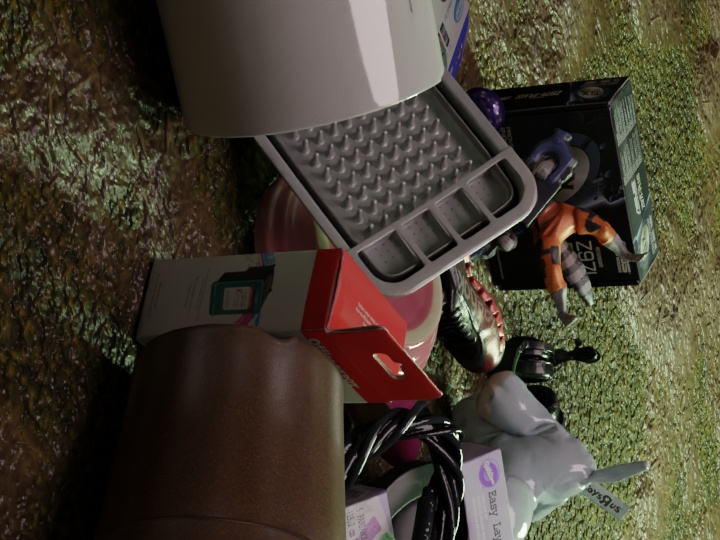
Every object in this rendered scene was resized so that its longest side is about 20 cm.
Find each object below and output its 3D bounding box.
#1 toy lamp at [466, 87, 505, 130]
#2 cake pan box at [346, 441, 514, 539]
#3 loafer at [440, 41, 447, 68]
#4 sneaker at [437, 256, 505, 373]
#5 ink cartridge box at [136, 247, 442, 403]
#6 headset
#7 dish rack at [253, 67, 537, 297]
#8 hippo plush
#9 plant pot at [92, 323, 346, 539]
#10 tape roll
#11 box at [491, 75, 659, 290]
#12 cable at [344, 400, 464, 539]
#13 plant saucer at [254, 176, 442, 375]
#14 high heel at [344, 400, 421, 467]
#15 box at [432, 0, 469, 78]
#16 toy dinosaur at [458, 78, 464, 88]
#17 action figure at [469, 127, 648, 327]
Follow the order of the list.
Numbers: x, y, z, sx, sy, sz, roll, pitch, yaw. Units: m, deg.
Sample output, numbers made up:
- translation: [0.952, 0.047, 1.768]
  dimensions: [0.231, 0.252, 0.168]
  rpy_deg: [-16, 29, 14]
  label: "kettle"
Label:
- translation: [0.085, -0.125, 1.707]
  dimensions: [0.200, 0.058, 0.059]
  rpy_deg: [-47, 129, -59]
  label: "toy lamp"
- translation: [0.054, 0.262, 1.525]
  dimensions: [0.183, 0.052, 0.202]
  rpy_deg: [-15, 101, -36]
  label: "cake pan box"
- translation: [0.031, -0.120, 1.598]
  dimensions: [0.072, 0.062, 0.202]
  rpy_deg: [46, 51, -53]
  label: "loafer"
- translation: [0.080, 0.031, 1.663]
  dimensions: [0.202, 0.070, 0.098]
  rpy_deg: [66, 33, -32]
  label: "sneaker"
- translation: [-0.045, 0.042, 1.260]
  dimensions: [0.116, 0.198, 0.068]
  rpy_deg: [49, 45, -51]
  label: "ink cartridge box"
- translation: [0.190, 0.123, 1.850]
  dimensions: [0.200, 0.093, 0.125]
  rpy_deg: [-41, 124, -64]
  label: "headset"
- translation: [0.023, -0.083, 1.396]
  dimensions: [0.171, 0.201, 0.044]
  rpy_deg: [-33, 166, -19]
  label: "dish rack"
- translation: [0.135, 0.217, 1.682]
  dimensions: [0.161, 0.199, 0.160]
  rpy_deg: [-39, 155, -37]
  label: "hippo plush"
- translation: [-0.090, 0.156, 1.186]
  dimensions: [0.200, 0.198, 0.200]
  rpy_deg: [50, 38, -51]
  label: "plant pot"
- translation: [-0.047, -0.192, 1.281]
  dimensions: [0.203, 0.201, 0.141]
  rpy_deg: [-42, 125, -57]
  label: "tape roll"
- translation: [0.212, -0.088, 1.838]
  dimensions: [0.086, 0.162, 0.202]
  rpy_deg: [-46, 129, -56]
  label: "box"
- translation: [0.023, 0.200, 1.438]
  dimensions: [0.199, 0.051, 0.164]
  rpy_deg: [-35, 112, -30]
  label: "cable"
- translation: [0.000, 0.000, 1.443]
  dimensions: [0.200, 0.051, 0.202]
  rpy_deg: [30, 45, -36]
  label: "plant saucer"
- translation: [-0.010, 0.113, 1.489]
  dimensions: [0.096, 0.067, 0.201]
  rpy_deg: [-55, 128, -42]
  label: "high heel"
- translation: [0.052, -0.271, 1.672]
  dimensions: [0.201, 0.041, 0.120]
  rpy_deg: [65, 34, -42]
  label: "box"
- translation: [0.036, -0.175, 1.519]
  dimensions: [0.086, 0.134, 0.202]
  rpy_deg: [39, 53, -56]
  label: "toy dinosaur"
- translation: [0.162, -0.032, 1.766]
  dimensions: [0.194, 0.200, 0.105]
  rpy_deg: [48, -6, 6]
  label: "action figure"
